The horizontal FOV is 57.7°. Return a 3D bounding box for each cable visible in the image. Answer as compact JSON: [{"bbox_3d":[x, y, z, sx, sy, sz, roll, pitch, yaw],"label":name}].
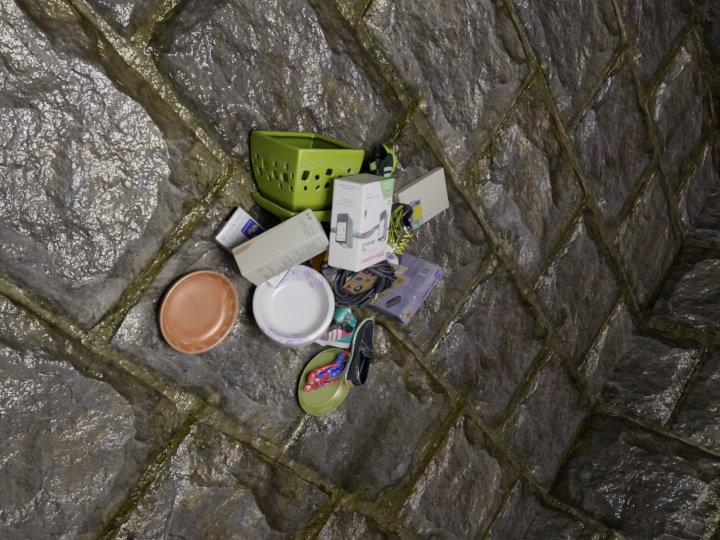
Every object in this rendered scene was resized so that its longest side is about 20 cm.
[{"bbox_3d":[0.011,0.031,1.638,0.163,0.051,0.200,-25,149,4],"label":"cable"}]

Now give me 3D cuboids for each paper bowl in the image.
[{"bbox_3d":[-0.166,0.092,1.631,0.201,0.200,0.104,-53,176,-16],"label":"paper bowl"}]

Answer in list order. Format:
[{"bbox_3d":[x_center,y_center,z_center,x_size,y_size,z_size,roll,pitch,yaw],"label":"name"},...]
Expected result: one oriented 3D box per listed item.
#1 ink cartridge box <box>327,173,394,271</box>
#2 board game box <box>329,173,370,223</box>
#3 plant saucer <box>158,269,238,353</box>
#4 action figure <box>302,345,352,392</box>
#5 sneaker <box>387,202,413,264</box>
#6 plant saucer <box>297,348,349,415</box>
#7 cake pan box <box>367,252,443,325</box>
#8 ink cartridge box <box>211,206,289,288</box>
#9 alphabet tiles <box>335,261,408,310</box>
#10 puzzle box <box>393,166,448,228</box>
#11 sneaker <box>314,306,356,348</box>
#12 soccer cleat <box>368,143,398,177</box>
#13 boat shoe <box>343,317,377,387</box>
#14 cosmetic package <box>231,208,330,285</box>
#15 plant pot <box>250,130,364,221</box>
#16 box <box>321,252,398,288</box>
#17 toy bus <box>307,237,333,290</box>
[{"bbox_3d":[0.001,-0.112,1.499,0.145,0.084,0.201,-24,123,-57],"label":"ink cartridge box"},{"bbox_3d":[0.013,-0.122,1.757,0.196,0.056,0.200,-61,139,-38],"label":"board game box"},{"bbox_3d":[-0.378,0.093,1.519,0.200,0.037,0.201,-16,114,-39],"label":"plant saucer"},{"bbox_3d":[-0.081,0.281,1.819,0.200,0.052,0.066,-29,127,-32],"label":"action figure"},{"bbox_3d":[0.099,-0.089,1.763,0.074,0.084,0.201,2,89,-58],"label":"sneaker"},{"bbox_3d":[-0.105,0.313,1.860,0.200,0.031,0.201,-16,114,-40],"label":"plant saucer"},{"bbox_3d":[0.111,0.038,1.862,0.200,0.184,0.052,-54,137,-16],"label":"cake pan box"},{"bbox_3d":[-0.250,-0.053,1.561,0.200,0.037,0.095,43,73,-27],"label":"ink cartridge box"},{"bbox_3d":[0.027,0.042,1.722,0.166,0.006,0.200,15,134,-45],"label":"alphabet tiles"},{"bbox_3d":[0.183,-0.211,1.954,0.200,0.025,0.133,-32,125,-31],"label":"puzzle box"},{"bbox_3d":[-0.079,0.144,1.785,0.200,0.084,0.121,15,99,-53],"label":"sneaker"},{"bbox_3d":[0.048,-0.239,1.707,0.081,0.067,0.200,39,51,-41],"label":"soccer cleat"},{"bbox_3d":[0.009,0.230,1.824,0.075,0.062,0.200,35,65,-45],"label":"boat shoe"},{"bbox_3d":[-0.176,-0.051,1.474,0.200,0.071,0.105,-27,161,2],"label":"cosmetic package"},{"bbox_3d":[-0.136,-0.218,1.534,0.199,0.200,0.182,-9,118,-41],"label":"plant pot"},{"bbox_3d":[0.000,0.000,1.694,0.199,0.039,0.042,-14,126,-14],"label":"box"},{"bbox_3d":[-0.096,0.018,1.741,0.078,0.065,0.201,-7,109,-44],"label":"toy bus"}]
